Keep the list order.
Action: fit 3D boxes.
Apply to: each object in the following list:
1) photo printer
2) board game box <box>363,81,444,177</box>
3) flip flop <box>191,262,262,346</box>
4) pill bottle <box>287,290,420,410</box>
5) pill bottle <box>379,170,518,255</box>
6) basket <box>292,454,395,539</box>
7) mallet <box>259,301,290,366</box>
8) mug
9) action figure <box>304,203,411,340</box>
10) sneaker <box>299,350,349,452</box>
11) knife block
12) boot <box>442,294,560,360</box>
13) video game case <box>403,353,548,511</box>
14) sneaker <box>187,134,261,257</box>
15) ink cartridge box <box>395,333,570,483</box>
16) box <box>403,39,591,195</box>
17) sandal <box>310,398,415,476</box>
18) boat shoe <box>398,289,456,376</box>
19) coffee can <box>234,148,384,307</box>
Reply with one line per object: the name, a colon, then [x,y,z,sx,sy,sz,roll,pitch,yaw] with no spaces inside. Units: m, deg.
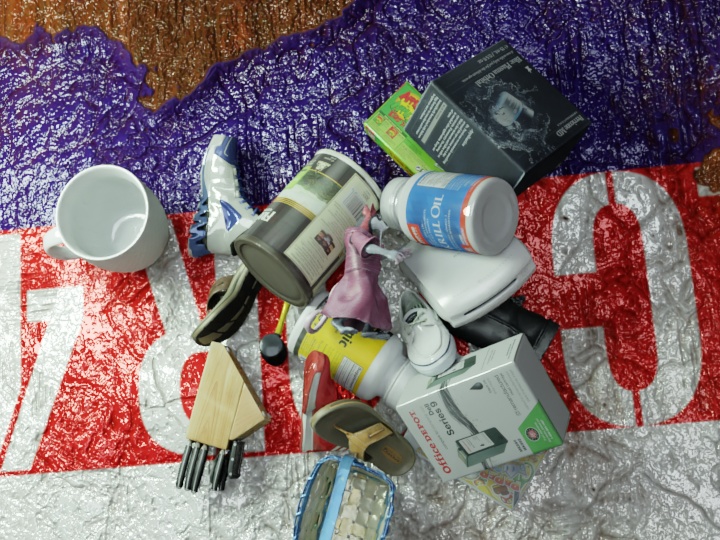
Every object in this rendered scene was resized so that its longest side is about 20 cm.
photo printer: [0.161,-0.008,1.518,0.166,0.070,0.200,-35,35,-1]
board game box: [0.110,-0.198,1.626,0.102,0.048,0.200,-44,79,-4]
flip flop: [-0.206,0.032,1.600,0.057,0.081,0.201,25,78,26]
pill bottle: [-0.003,0.128,1.541,0.199,0.111,0.112,33,83,10]
pill bottle: [0.125,-0.089,1.483,0.199,0.112,0.113,11,77,47]
basket: [-0.027,0.359,1.450,0.138,0.200,0.178,17,80,8]
mallet: [-0.117,0.050,1.589,0.041,0.066,0.202,14,80,7]
mug: [-0.401,-0.062,1.582,0.198,0.175,0.149,-18,77,2]
action figure: [0.000,0.000,1.485,0.147,0.134,0.202,-2,77,9]
sneaker: [-0.031,0.197,1.510,0.114,0.201,0.079,4,46,-5]
knife block: [-0.237,0.237,1.565,0.175,0.064,0.201,-31,78,-2]
boot: [0.197,0.115,1.545,0.161,0.073,0.199,30,78,9]
video game case: [0.179,0.240,1.497,0.199,0.023,0.183,29,118,10]
sneaker: [-0.204,-0.110,1.629,0.114,0.081,0.202,10,87,4]
ink cartridge box: [0.172,0.198,1.417,0.199,0.084,0.147,-26,105,29]
box: [0.211,-0.222,1.543,0.200,0.118,0.196,46,52,11]
sandal: [0.013,0.254,1.479,0.080,0.054,0.200,-46,121,9]
boat shoe: [0.087,0.090,1.496,0.073,0.200,0.067,-36,110,3]
coffee can: [-0.075,-0.065,1.544,0.146,0.147,0.200,37,69,11]
